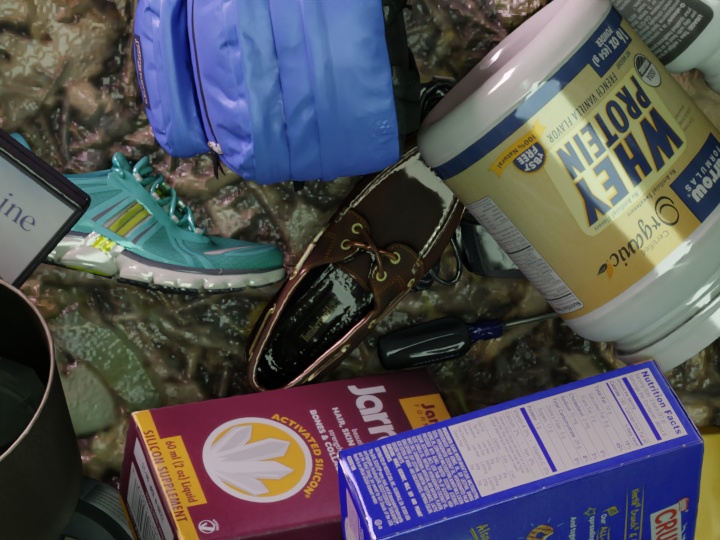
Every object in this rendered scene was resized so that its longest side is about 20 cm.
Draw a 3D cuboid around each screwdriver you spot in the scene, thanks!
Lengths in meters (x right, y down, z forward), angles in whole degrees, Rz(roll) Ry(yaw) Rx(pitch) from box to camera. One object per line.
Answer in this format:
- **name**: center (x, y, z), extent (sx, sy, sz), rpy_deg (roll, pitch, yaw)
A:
- **screwdriver**: center (0.108, 0.036, 1.399), extent (0.198, 0.028, 0.029), rpy_deg (-9, 132, -8)

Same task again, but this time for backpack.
- **backpack**: center (-0.047, -0.123, 1.259), extent (0.166, 0.200, 0.164), rpy_deg (-14, 102, -6)

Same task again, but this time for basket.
- **basket**: center (-0.241, 0.098, 1.255), extent (0.179, 0.200, 0.137), rpy_deg (-18, 69, 0)

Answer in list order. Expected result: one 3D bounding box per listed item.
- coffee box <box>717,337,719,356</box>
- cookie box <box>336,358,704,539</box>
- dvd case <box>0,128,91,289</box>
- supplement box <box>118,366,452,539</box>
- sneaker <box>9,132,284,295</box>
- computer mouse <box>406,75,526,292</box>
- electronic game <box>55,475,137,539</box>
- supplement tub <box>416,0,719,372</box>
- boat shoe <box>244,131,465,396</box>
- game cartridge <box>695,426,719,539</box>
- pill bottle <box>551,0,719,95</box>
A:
- **coffee box**: center (0.290, 0.100, 1.391), extent (0.079, 0.114, 0.202), rpy_deg (-11, 102, -6)
- **cookie box**: center (0.093, 0.156, 1.259), extent (0.198, 0.075, 0.172), rpy_deg (-15, 137, -11)
- **dvd case**: center (-0.268, -0.022, 1.285), extent (0.142, 0.018, 0.200), rpy_deg (37, 125, -12)
- **supplement box**: center (-0.036, 0.138, 1.316), extent (0.198, 0.111, 0.086), rpy_deg (-8, 136, -22)
- **sneaker**: center (-0.139, -0.031, 1.328), extent (0.198, 0.077, 0.080), rpy_deg (15, 88, -11)
- **computer mouse**: center (0.118, -0.043, 1.377), extent (0.198, 0.053, 0.140), rpy_deg (10, 100, 3)
- **electronic game**: center (-0.202, 0.222, 1.332), extent (0.198, 0.042, 0.202), rpy_deg (-4, 67, 9)
- **supplement tub**: center (0.145, -0.050, 1.272), extent (0.144, 0.144, 0.200), rpy_deg (-42, 97, 0)
- **boat shoe**: center (0.000, 0.000, 1.335), extent (0.070, 0.070, 0.201), rpy_deg (36, 102, 1)
- **game cartridge**: center (0.161, 0.209, 1.436), extent (0.175, 0.032, 0.202), rpy_deg (-3, 98, -8)
- **pill bottle**: center (0.180, -0.194, 1.323), extent (0.199, 0.116, 0.117), rpy_deg (32, 94, -13)
